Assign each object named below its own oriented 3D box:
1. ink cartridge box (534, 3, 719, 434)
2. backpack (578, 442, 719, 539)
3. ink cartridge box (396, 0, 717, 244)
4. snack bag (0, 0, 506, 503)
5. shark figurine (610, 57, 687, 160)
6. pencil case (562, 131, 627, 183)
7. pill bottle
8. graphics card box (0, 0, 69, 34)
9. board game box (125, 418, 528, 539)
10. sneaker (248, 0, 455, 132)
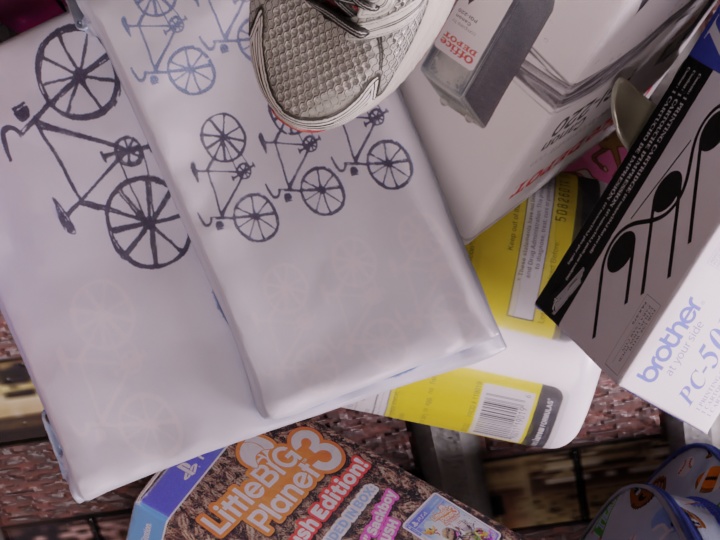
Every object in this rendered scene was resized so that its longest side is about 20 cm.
[{"bbox_3d":[0.144,-0.049,0.956,0.044,0.094,0.200,29,97,-22],"label":"ink cartridge box"},{"bbox_3d":[0.174,0.185,1.316,0.154,0.191,0.200,27,115,-19],"label":"backpack"},{"bbox_3d":[0.087,-0.123,1.002,0.085,0.146,0.200,44,133,9],"label":"ink cartridge box"},{"bbox_3d":[-0.067,-0.024,1.017,0.200,0.021,0.189,-20,96,22],"label":"snack bag"},{"bbox_3d":[0.164,-0.076,1.049,0.214,0.090,0.128,-43,114,-1],"label":"shark figurine"},{"bbox_3d":[0.049,-0.010,1.177,0.200,0.083,0.087,-12,161,7],"label":"pencil case"},{"bbox_3d":[0.000,0.000,1.083,0.200,0.112,0.112,12,136,-1],"label":"pill bottle"},{"bbox_3d":[-0.080,-0.133,1.059,0.200,0.051,0.125,31,127,-30],"label":"graphics card box"},{"bbox_3d":[-0.013,0.176,1.295,0.200,0.097,0.160,28,137,12],"label":"board game box"},{"bbox_3d":[-0.003,-0.129,0.904,0.078,0.082,0.200,25,128,11],"label":"sneaker"}]
